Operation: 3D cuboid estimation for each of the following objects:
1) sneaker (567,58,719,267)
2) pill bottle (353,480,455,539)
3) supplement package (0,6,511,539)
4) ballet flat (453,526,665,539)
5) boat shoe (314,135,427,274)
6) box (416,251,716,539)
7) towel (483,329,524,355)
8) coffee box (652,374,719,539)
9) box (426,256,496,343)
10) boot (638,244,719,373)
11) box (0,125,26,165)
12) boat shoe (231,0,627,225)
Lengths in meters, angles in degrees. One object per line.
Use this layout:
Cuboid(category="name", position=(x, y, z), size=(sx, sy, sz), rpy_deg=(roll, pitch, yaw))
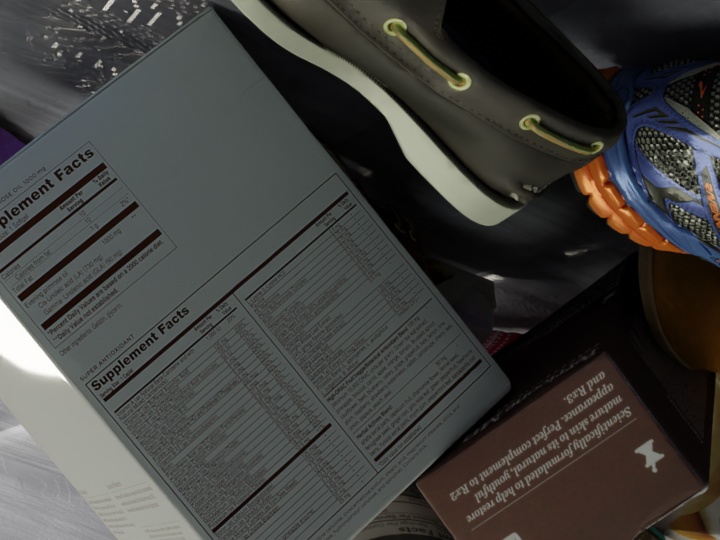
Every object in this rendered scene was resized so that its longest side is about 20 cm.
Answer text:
Cuboid(category="sneaker", position=(0.169, -0.019, 0.608), size=(0.199, 0.076, 0.078), rpy_deg=(22, 161, -29))
Cuboid(category="pill bottle", position=(0.011, 0.174, 0.900), size=(0.112, 0.114, 0.200), rpy_deg=(22, -159, -23))
Cuboid(category="supplement package", position=(-0.075, 0.029, 0.728), size=(0.200, 0.147, 0.191), rpy_deg=(51, 160, -4))
Cuboid(category="ballet flat", position=(0.088, 0.131, 0.861), size=(0.199, 0.066, 0.070), rpy_deg=(34, 158, -26))
Cuboid(category="boat shoe", position=(0.000, 0.000, 0.834), size=(0.070, 0.070, 0.201), rpy_deg=(35, 156, 38))
Cuboid(category="box", position=(0.099, 0.065, 0.734), size=(0.075, 0.100, 0.200), rpy_deg=(52, -163, -3))
Cuboid(category="towel", position=(0.056, 0.060, 0.963), size=(0.199, 0.023, 0.144), rpy_deg=(2, -164, 41))
Cuboid(category="coffee box", position=(0.202, 0.108, 0.949), size=(0.079, 0.115, 0.199), rpy_deg=(26, 161, -34))
Cuboid(category="box", position=(-0.020, -0.002, 0.902), size=(0.198, 0.039, 0.042), rpy_deg=(20, 139, -17))
Cuboid(category="boot", position=(0.219, 0.016, 0.711), size=(0.143, 0.072, 0.201), rpy_deg=(-3, 162, 36))
Cuboid(category="box", position=(-0.226, -0.045, 0.974), size=(0.136, 0.039, 0.200), rpy_deg=(9, 164, 27))
Cuboid(category="boat shoe", position=(0.011, -0.092, 0.521), size=(0.060, 0.072, 0.201), rpy_deg=(-27, 133, 28))
